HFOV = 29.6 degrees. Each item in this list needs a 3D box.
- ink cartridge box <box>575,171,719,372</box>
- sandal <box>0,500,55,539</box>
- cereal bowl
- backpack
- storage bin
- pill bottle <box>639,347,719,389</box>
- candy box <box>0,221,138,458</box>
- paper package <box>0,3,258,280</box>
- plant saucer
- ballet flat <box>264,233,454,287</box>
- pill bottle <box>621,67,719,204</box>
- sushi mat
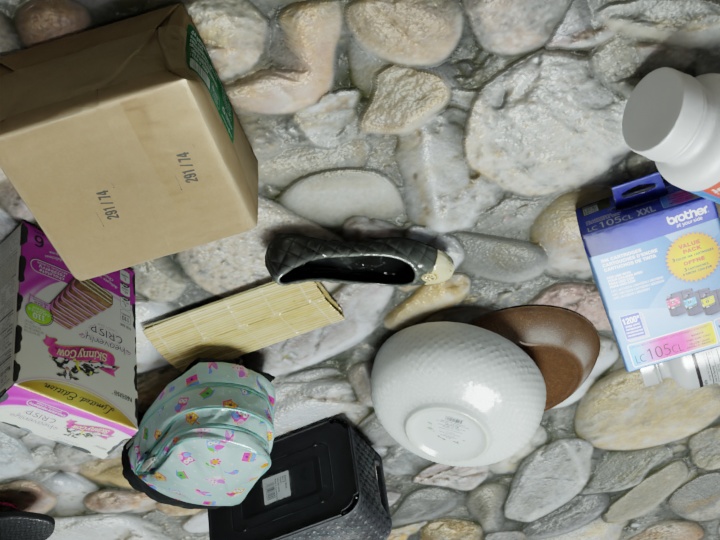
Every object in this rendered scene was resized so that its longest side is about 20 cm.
[{"bbox_3d":[0.303,-0.012,1.383,0.136,0.076,0.200,-18,112,11],"label":"ink cartridge box"},{"bbox_3d":[-0.459,0.316,1.690,0.200,0.045,0.075,-18,136,33],"label":"sandal"},{"bbox_3d":[0.103,0.154,1.522,0.200,0.083,0.200,10,136,10],"label":"cereal bowl"},{"bbox_3d":[-0.166,0.186,1.515,0.167,0.127,0.200,11,141,-25],"label":"backpack"},{"bbox_3d":[-0.076,0.279,1.638,0.200,0.135,0.094,-22,139,15],"label":"storage bin"},{"bbox_3d":[0.398,0.063,1.495,0.200,0.112,0.112,-17,139,10],"label":"pill bottle"},{"bbox_3d":[-0.284,0.065,1.299,0.136,0.200,0.061,27,129,-35],"label":"candy box"},{"bbox_3d":[-0.203,-0.107,1.189,0.191,0.103,0.200,-16,139,6],"label":"paper package"},{"bbox_3d":[0.183,0.117,1.577,0.200,0.037,0.200,-5,140,-4],"label":"plant saucer"},{"bbox_3d":[0.000,0.000,1.387,0.200,0.057,0.066,3,139,-14],"label":"ballet flat"},{"bbox_3d":[0.346,-0.118,1.273,0.200,0.112,0.112,16,134,-28],"label":"pill bottle"},{"bbox_3d":[-0.126,0.056,1.463,0.200,0.012,0.096,-19,141,12],"label":"sushi mat"}]
